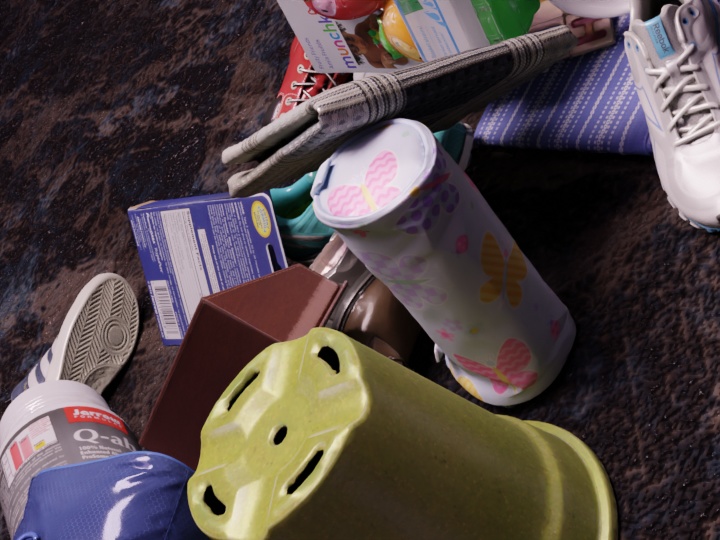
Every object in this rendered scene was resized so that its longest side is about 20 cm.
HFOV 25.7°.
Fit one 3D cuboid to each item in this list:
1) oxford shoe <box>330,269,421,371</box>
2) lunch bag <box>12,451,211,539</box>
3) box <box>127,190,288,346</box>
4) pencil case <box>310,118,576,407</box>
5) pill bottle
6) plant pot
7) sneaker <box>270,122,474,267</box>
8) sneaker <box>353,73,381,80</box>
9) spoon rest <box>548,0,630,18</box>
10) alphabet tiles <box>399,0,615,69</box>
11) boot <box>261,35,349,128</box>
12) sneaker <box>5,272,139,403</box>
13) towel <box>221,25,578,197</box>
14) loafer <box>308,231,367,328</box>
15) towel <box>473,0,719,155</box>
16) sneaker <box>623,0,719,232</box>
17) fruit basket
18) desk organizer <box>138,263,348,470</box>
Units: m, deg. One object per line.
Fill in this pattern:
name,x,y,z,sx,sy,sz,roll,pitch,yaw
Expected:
oxford shoe,0.015,0.073,1.069,0.084,0.073,0.200,15,73,41
lunch bag,-0.135,0.210,0.984,0.136,0.200,0.132,-15,49,36
box,-0.107,0.000,1.248,0.032,0.121,0.200,-20,11,-37
pencil case,0.053,-0.002,0.962,0.091,0.200,0.083,4,55,42
pill bottle,-0.215,0.170,1.204,0.116,0.116,0.200,-48,32,5
plant pot,0.010,0.133,0.891,0.200,0.184,0.200,-32,37,29
sneaker,0.000,-0.061,1.198,0.200,0.080,0.078,-26,40,33
sneaker,0.065,-0.178,1.228,0.200,0.078,0.099,-39,37,36
spoon rest,0.215,-0.217,1.070,0.200,0.061,0.099,-14,20,12
alphabet tiles,0.114,-0.220,1.165,0.200,0.006,0.167,-15,64,24
boot,-0.024,-0.176,1.321,0.144,0.072,0.200,-69,11,-24
sneaker,-0.262,0.092,1.381,0.084,0.075,0.200,-7,53,43
towel,0.017,-0.106,1.026,0.192,0.035,0.200,-21,-2,-24
loafer,0.000,0.000,1.142,0.200,0.072,0.063,-57,15,16
towel,0.173,-0.144,1.123,0.200,0.024,0.145,11,68,57
sneaker,0.197,-0.114,0.976,0.075,0.087,0.200,-26,51,21
fruit basket,0.014,-0.196,1.100,0.200,0.185,0.094,1,52,28
desk organizer,-0.085,0.068,1.083,0.072,0.077,0.200,-61,0,-40
